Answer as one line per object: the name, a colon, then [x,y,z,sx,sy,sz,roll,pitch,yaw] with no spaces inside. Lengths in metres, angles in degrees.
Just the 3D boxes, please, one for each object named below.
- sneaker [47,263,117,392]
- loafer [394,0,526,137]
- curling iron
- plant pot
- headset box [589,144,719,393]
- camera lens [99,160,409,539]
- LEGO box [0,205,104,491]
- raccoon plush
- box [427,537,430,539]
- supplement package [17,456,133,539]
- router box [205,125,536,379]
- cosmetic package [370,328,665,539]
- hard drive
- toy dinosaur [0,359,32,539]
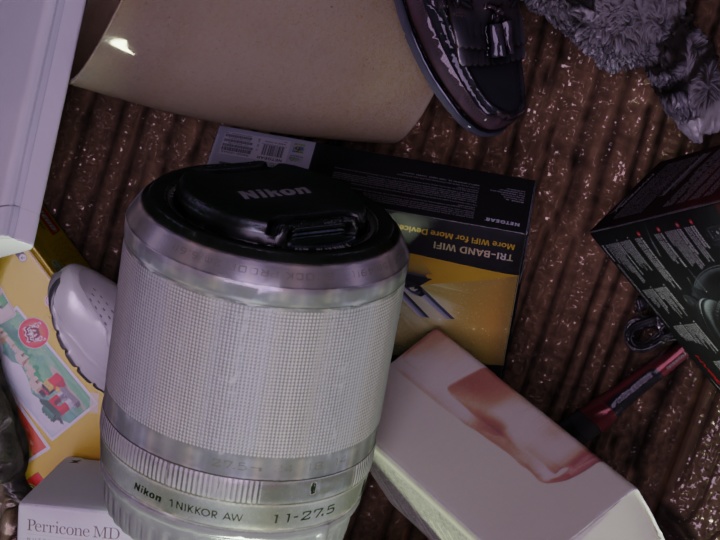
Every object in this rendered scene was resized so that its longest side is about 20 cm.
sneaker: [-0.106,0.049,1.349,0.200,0.075,0.087,35,125,-29]
loafer: [0.056,-0.179,1.267,0.063,0.072,0.201,-26,80,43]
curling iron: [0.144,0.087,1.402,0.050,0.026,0.200,46,105,11]
plant pot: [-0.050,-0.158,1.312,0.199,0.187,0.188,24,103,-16]
headset box: [0.245,0.000,1.275,0.077,0.200,0.149,-44,99,-19]
camera lens: [-0.063,0.048,1.231,0.159,0.160,0.201,11,111,4]
LEGO box: [-0.227,0.063,1.411,0.149,0.077,0.200,-35,96,12]
raccoon plush: [0.130,-0.158,1.335,0.097,0.134,0.200,-41,126,-28]
box: [0.123,0.239,1.388,0.102,0.095,0.201,-19,105,8]
supplement package: [-0.146,0.227,1.329,0.113,0.110,0.201,4,101,7]
router box: [0.000,0.000,1.349,0.199,0.052,0.158,10,135,5]
cosmetic package: [0.085,0.132,1.275,0.087,0.200,0.104,-38,133,-11]
hard drive: [-0.216,-0.104,1.318,0.027,0.132,0.201,20,71,-32]
toy dinosaur: [-0.251,0.087,1.356,0.088,0.047,0.201,-8,100,-7]
